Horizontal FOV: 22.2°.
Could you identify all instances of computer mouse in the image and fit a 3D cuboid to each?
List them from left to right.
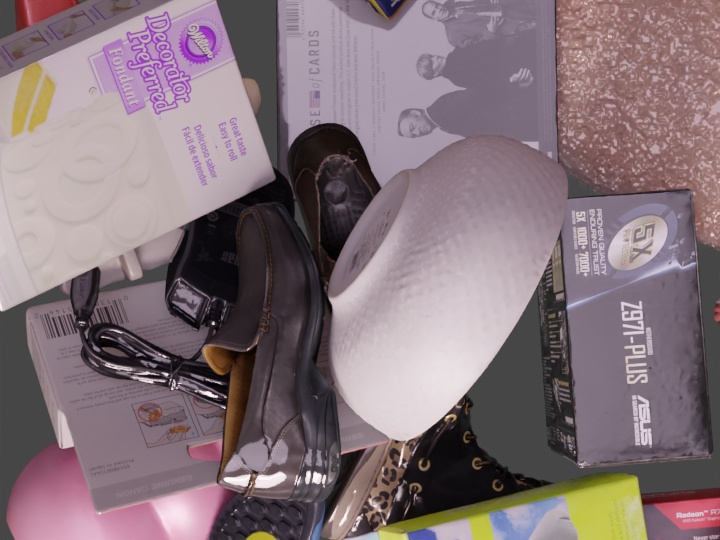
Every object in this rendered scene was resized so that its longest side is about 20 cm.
[{"bbox_3d":[-0.120,0.003,1.214,0.139,0.046,0.201,14,54,-13],"label":"computer mouse"}]

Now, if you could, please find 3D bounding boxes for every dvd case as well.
[{"bbox_3d":[0.040,-0.126,1.298,0.198,0.025,0.152,-1,88,2],"label":"dvd case"}]

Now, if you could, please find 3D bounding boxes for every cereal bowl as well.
[{"bbox_3d":[0.039,-0.002,1.132,0.083,0.200,0.201,31,89,-13],"label":"cereal bowl"}]

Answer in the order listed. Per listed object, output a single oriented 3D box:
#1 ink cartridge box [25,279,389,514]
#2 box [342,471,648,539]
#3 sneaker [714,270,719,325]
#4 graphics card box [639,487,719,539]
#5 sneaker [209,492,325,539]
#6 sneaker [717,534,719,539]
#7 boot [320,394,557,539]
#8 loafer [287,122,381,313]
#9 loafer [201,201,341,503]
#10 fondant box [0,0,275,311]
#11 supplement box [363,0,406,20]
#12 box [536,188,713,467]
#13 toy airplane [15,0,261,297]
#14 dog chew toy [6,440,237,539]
[{"bbox_3d":[-0.103,0.080,1.209,0.198,0.045,0.177,-12,50,-18],"label":"ink cartridge box"},{"bbox_3d":[0.095,0.209,1.182,0.198,0.048,0.123,-10,90,-24],"label":"box"},{"bbox_3d":[0.342,-0.006,1.259,0.198,0.074,0.088,-3,86,2],"label":"sneaker"},{"bbox_3d":[0.214,0.255,1.264,0.124,0.051,0.202,-4,88,1],"label":"graphics card box"},{"bbox_3d":[-0.066,0.207,1.239,0.066,0.078,0.202,28,112,19],"label":"sneaker"},{"bbox_3d":[0.305,0.238,1.226,0.199,0.076,0.088,37,70,-15],"label":"sneaker"},{"bbox_3d":[0.075,0.123,1.240,0.150,0.073,0.201,30,96,-15],"label":"boot"},{"bbox_3d":[0.000,0.000,1.258,0.072,0.071,0.201,-24,101,1],"label":"loafer"},{"bbox_3d":[-0.062,0.045,1.137,0.072,0.073,0.202,2,58,-21],"label":"loafer"},{"bbox_3d":[-0.168,-0.085,1.153,0.199,0.058,0.145,-27,123,-14],"label":"fondant box"},{"bbox_3d":[0.029,-0.294,1.248,0.109,0.109,0.201,38,89,26],"label":"supplement box"},{"bbox_3d":[0.167,0.038,1.199,0.085,0.200,0.166,-4,87,1],"label":"box"},{"bbox_3d":[-0.190,-0.085,1.263,0.199,0.141,0.200,24,101,-33],"label":"toy airplane"},{"bbox_3d":[-0.137,0.149,1.249,0.199,0.125,0.125,-28,87,-12],"label":"dog chew toy"}]
